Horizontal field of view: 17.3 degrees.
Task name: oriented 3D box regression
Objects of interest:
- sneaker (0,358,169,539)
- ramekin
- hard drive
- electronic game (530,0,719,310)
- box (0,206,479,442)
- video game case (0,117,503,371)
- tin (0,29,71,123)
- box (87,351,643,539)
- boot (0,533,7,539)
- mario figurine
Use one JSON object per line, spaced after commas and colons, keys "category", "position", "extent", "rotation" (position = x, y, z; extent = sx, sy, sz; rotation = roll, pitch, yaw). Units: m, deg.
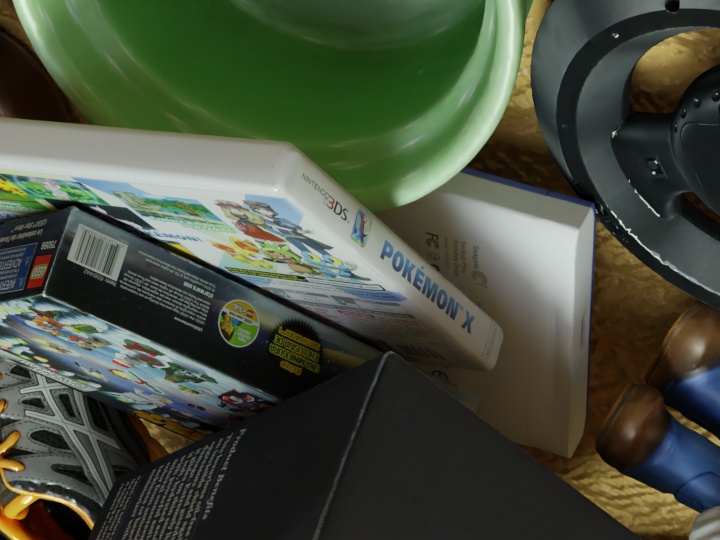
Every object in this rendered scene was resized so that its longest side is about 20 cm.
{"category": "sneaker", "position": [-0.144, 0.070, 1.037], "extent": [0.200, 0.077, 0.078], "rotation": [51, 133, 5]}
{"category": "ramekin", "position": [-0.024, -0.127, 0.876], "extent": [0.199, 0.098, 0.201], "rotation": [12, 131, 15]}
{"category": "hard drive", "position": [0.000, 0.000, 0.996], "extent": [0.199, 0.025, 0.132], "rotation": [16, 137, 19]}
{"category": "electronic game", "position": [0.155, -0.046, 0.884], "extent": [0.199, 0.042, 0.200], "rotation": [23, 145, 17]}
{"category": "box", "position": [-0.070, 0.036, 0.973], "extent": [0.200, 0.040, 0.137], "rotation": [26, 163, -28]}
{"category": "video game case", "position": [-0.068, -0.012, 0.925], "extent": [0.199, 0.022, 0.182], "rotation": [7, 162, 32]}
{"category": "tin", "position": [-0.178, -0.024, 1.070], "extent": [0.111, 0.042, 0.201], "rotation": [5, 128, 15]}
{"category": "box", "position": [0.010, 0.155, 0.934], "extent": [0.200, 0.124, 0.198], "rotation": [37, 144, -22]}
{"category": "boot", "position": [-0.198, 0.140, 1.084], "extent": [0.198, 0.163, 0.073], "rotation": [42, 138, -16]}
{"category": "mario figurine", "position": [0.198, 0.087, 0.935], "extent": [0.200, 0.106, 0.124], "rotation": [33, 95, 12]}
